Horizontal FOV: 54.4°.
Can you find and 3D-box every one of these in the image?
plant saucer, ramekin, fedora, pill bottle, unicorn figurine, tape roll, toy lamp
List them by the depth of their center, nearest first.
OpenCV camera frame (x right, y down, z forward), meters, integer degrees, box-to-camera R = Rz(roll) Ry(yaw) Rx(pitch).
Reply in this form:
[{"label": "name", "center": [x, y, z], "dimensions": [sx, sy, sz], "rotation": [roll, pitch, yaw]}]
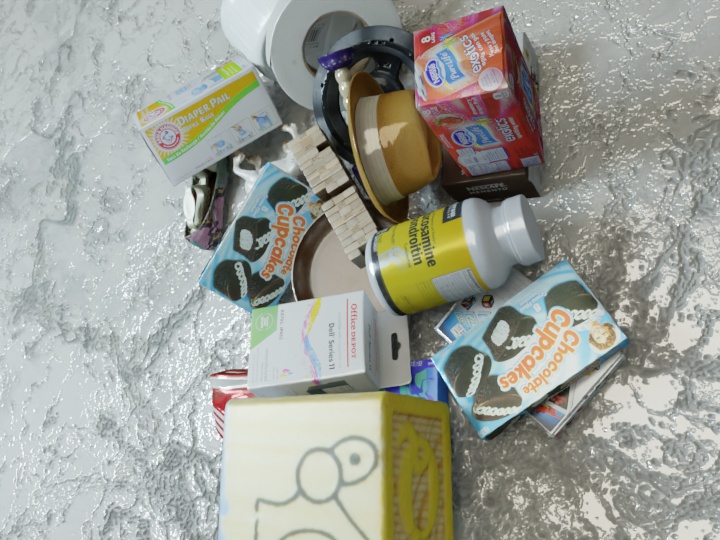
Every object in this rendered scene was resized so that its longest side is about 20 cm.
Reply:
[{"label": "pill bottle", "center": [0.114, -0.022, 0.853], "dimensions": [0.199, 0.112, 0.113], "rotation": [-19, 67, 24]}, {"label": "fedora", "center": [0.052, -0.162, 0.887], "dimensions": [0.081, 0.200, 0.202], "rotation": [-13, 69, 22]}, {"label": "toy lamp", "center": [-0.002, -0.200, 0.963], "dimensions": [0.058, 0.058, 0.202], "rotation": [-12, 105, 24]}, {"label": "plant saucer", "center": [0.000, 0.000, 0.977], "dimensions": [0.198, 0.032, 0.202], "rotation": [-4, 75, 16]}, {"label": "tape roll", "center": [-0.037, -0.327, 1.012], "dimensions": [0.202, 0.203, 0.037], "rotation": [-38, 41, 13]}, {"label": "ramekin", "center": [-0.103, -0.386, 1.070], "dimensions": [0.200, 0.200, 0.098], "rotation": [-41, 68, 11]}, {"label": "unicorn figurine", "center": [-0.138, -0.141, 1.083], "dimensions": [0.199, 0.074, 0.138], "rotation": [-37, 57, 16]}]

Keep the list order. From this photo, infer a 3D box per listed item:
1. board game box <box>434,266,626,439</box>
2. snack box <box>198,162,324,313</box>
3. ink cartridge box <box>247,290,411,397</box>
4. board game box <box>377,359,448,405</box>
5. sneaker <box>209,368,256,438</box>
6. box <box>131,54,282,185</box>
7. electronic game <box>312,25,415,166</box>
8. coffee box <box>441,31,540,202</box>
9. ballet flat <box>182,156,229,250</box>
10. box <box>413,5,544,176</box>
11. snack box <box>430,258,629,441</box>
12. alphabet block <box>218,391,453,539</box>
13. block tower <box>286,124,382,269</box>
[{"label": "board game box", "center": [0.202, 0.089, 0.855], "dimensions": [0.126, 0.035, 0.200], "rotation": [-50, 59, 5]}, {"label": "snack box", "center": [-0.137, -0.041, 1.026], "dimensions": [0.201, 0.116, 0.037], "rotation": [-59, 15, 1]}, {"label": "ink cartridge box", "center": [-0.040, 0.097, 0.899], "dimensions": [0.198, 0.067, 0.118], "rotation": [-11, 58, 14]}, {"label": "board game box", "center": [0.038, 0.219, 0.897], "dimensions": [0.151, 0.045, 0.202], "rotation": [-7, 73, 26]}, {"label": "sneaker", "center": [-0.120, 0.201, 0.986], "dimensions": [0.198, 0.078, 0.117], "rotation": [0, 92, 28]}, {"label": "box", "center": [-0.240, -0.236, 1.093], "dimensions": [0.199, 0.102, 0.113], "rotation": [-31, 32, -6]}, {"label": "electronic game", "center": [0.027, -0.242, 0.995], "dimensions": [0.198, 0.042, 0.202], "rotation": [4, 109, 13]}, {"label": "coffee box", "center": [0.174, -0.198, 0.930], "dimensions": [0.113, 0.080, 0.202], "rotation": [-6, 73, 26]}, {"label": "ballet flat", "center": [-0.256, -0.135, 1.144], "dimensions": [0.069, 0.071, 0.202], "rotation": [-8, 71, 29]}, {"label": "box", "center": [0.138, -0.189, 0.783], "dimensions": [0.099, 0.200, 0.096], "rotation": [-8, 73, 23]}, {"label": "snack box", "center": [0.193, 0.094, 0.815], "dimensions": [0.200, 0.037, 0.117], "rotation": [-38, 61, 12]}, {"label": "alphabet block", "center": [-0.021, 0.241, 0.783], "dimensions": [0.198, 0.196, 0.197], "rotation": [-6, 76, 26]}, {"label": "block tower", "center": [-0.029, -0.103, 0.967], "dimensions": [0.058, 0.054, 0.201], "rotation": [-31, 70, 10]}]
